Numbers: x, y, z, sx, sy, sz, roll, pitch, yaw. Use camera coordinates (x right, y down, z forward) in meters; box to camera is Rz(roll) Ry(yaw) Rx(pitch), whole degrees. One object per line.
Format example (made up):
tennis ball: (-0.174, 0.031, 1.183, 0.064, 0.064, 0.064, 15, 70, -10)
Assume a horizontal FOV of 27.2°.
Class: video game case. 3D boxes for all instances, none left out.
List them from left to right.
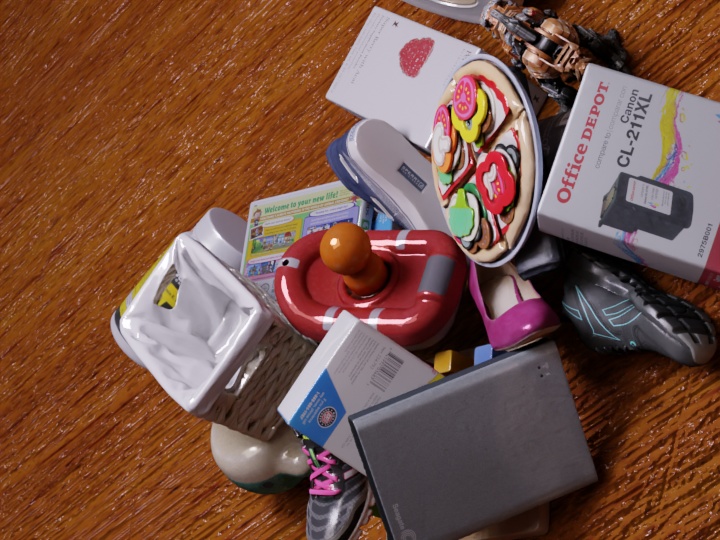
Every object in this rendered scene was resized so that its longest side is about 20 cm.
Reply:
video game case: (-0.067, -0.004, 1.662, 0.200, 0.022, 0.183, -10, 66, 46)

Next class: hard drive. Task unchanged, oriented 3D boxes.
hard drive: (0.102, 0.161, 1.341, 0.033, 0.199, 0.140, -157, 47, -75)

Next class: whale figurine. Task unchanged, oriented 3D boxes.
whale figurine: (-0.064, 0.172, 1.637, 0.200, 0.104, 0.159, -26, 40, 8)

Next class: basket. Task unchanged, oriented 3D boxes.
basket: (-0.146, 0.073, 1.593, 0.136, 0.123, 0.200, -54, 41, 4)

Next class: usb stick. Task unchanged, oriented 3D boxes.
usb stick: (0.151, -0.091, 1.394, 0.055, 0.033, 0.201, -21, 75, 43)

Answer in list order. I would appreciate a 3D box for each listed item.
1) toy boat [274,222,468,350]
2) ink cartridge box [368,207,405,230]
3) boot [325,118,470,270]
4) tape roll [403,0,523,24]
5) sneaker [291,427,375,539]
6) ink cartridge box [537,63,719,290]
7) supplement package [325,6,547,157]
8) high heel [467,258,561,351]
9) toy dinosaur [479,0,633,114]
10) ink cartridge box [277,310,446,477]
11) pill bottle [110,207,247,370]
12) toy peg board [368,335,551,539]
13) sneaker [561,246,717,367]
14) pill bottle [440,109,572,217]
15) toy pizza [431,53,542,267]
toy boat: (0.000, 0.000, 1.489, 0.199, 0.131, 0.131, 0, 56, 30)
ink cartridge box: (-0.016, -0.003, 1.675, 0.200, 0.067, 0.116, -19, 59, 41)
boot: (0.052, -0.076, 1.573, 0.073, 0.200, 0.090, -46, 11, -21)
tape roll: (0.089, -0.340, 1.622, 0.202, 0.202, 0.071, 14, 83, 50)
sneaker: (-0.030, 0.173, 1.436, 0.074, 0.087, 0.201, -4, 69, 47)
ink cartridge box: (0.269, -0.078, 1.305, 0.199, 0.083, 0.146, 18, 85, 10)
supplement package: (0.080, -0.190, 1.619, 0.200, 0.120, 0.122, 33, 95, 50)
high heel: (0.138, 0.018, 1.404, 0.067, 0.200, 0.096, -22, 94, 4)
toy dinosaur: (0.195, -0.212, 1.491, 0.102, 0.136, 0.200, -42, 45, 24)
ink cartridge box: (0.039, 0.141, 1.375, 0.116, 0.200, 0.067, -56, 14, -3)
pill bottle: (-0.209, 0.025, 1.837, 0.200, 0.114, 0.114, -48, 43, 20)
toy peg board: (0.080, 0.164, 1.465, 0.199, 0.098, 0.201, -18, 59, 42)
sneaker: (0.252, 0.048, 1.366, 0.200, 0.075, 0.080, 43, 118, 55)
pill bottle: (0.182, -0.091, 1.465, 0.200, 0.113, 0.114, -15, 61, 44)
toy pizza: (0.108, -0.102, 1.397, 0.200, 0.032, 0.201, 174, 90, -66)
